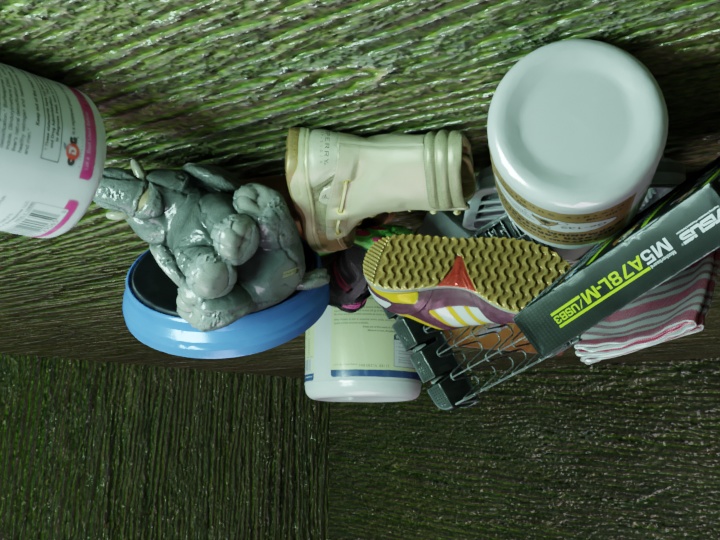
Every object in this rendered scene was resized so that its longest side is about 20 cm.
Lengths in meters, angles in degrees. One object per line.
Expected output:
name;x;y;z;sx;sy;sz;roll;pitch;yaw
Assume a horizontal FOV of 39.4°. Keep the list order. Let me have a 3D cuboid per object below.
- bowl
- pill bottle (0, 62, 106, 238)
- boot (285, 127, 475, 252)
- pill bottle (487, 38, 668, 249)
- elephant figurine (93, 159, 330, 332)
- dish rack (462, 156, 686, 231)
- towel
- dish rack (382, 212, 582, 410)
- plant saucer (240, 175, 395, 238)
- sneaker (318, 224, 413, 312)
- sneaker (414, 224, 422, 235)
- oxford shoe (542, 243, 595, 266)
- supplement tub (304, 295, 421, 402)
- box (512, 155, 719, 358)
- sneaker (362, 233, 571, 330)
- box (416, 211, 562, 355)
bowl;-0.130;0.013;0.973;0.200;0.039;0.201;-2;-150;1
pill bottle;-0.281;-0.092;0.664;0.113;0.114;0.200;-8;167;37
boot;0.024;-0.068;0.890;0.155;0.073;0.200;-1;158;7
pill bottle;0.153;-0.077;0.728;0.114;0.114;0.200;-2;170;10
elephant figurine;-0.151;-0.047;0.892;0.200;0.141;0.155;32;147;33
dish rack;0.199;-0.074;0.946;0.200;0.044;0.172;0;169;3
towel;0.316;0.014;1.086;0.146;0.200;0.030;-24;113;41
dish rack;0.118;0.040;0.975;0.200;0.154;0.055;-34;172;36
plant saucer;-0.062;-0.060;1.067;0.200;0.032;0.200;0;170;0
sneaker;0.000;0.000;1.052;0.077;0.084;0.200;-9;177;-27
sneaker;0.122;-0.011;1.219;0.200;0.076;0.088;25;179;-41
oxford shoe;0.200;-0.022;0.960;0.075;0.058;0.200;0;169;4
supplement tub;0.003;0.061;1.255;0.145;0.200;0.145;0;170;0
box;0.234;-0.028;0.775;0.193;0.048;0.200;-38;176;40
sneaker;0.105;0.017;0.907;0.200;0.075;0.090;11;157;17
box;0.154;0.013;1.119;0.200;0.124;0.097;7;-154;-35
